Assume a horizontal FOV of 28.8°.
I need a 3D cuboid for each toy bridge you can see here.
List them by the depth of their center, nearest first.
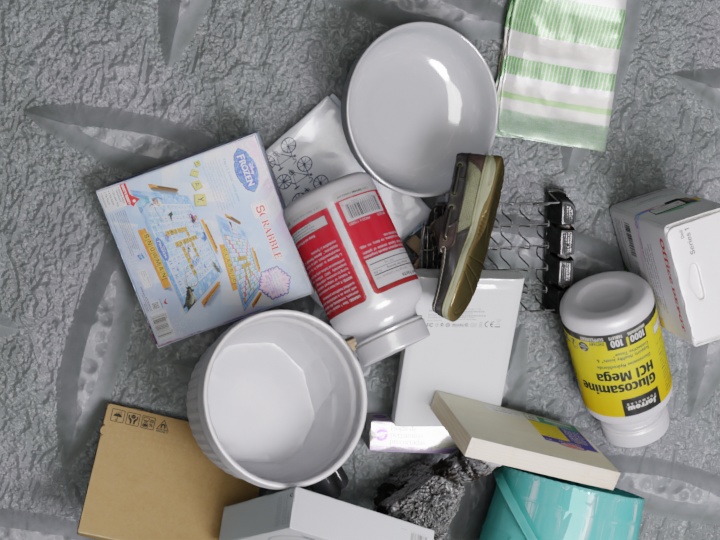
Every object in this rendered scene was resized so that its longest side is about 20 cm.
[{"bbox_3d":[0.017,0.048,1.674,0.200,0.067,0.027,-45,132,-1],"label":"toy bridge"}]

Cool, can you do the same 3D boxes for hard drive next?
[{"bbox_3d":[0.114,0.094,1.665,0.131,0.026,0.201,1,116,-13],"label":"hard drive"}]

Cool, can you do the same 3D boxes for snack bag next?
[{"bbox_3d":[-0.040,-0.076,1.672,0.188,0.021,0.200,-41,102,-1],"label":"snack bag"}]

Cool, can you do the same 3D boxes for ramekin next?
[{"bbox_3d":[-0.102,0.149,1.595,0.199,0.105,0.201,5,79,-25],"label":"ramekin"}]

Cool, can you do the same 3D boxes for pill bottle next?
[{"bbox_3d":[0.000,0.000,1.581,0.112,0.112,0.201,-24,85,-4],"label":"pill bottle"},{"bbox_3d":[0.313,0.111,1.689,0.112,0.113,0.201,-22,120,-4],"label":"pill bottle"}]

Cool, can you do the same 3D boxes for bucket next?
[{"bbox_3d":[0.239,0.316,1.685,0.206,0.207,0.135,14,87,-10],"label":"bucket"}]

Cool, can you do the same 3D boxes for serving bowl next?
[{"bbox_3d":[0.060,-0.186,1.635,0.199,0.066,0.201,-1,93,-26],"label":"serving bowl"}]

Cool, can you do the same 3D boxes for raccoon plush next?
[{"bbox_3d":[0.108,0.301,1.687,0.200,0.097,0.134,-22,107,32],"label":"raccoon plush"}]

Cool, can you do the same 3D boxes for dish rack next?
[{"bbox_3d":[0.164,-0.017,1.683,0.199,0.055,0.154,-2,102,-13],"label":"dish rack"}]

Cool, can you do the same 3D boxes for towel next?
[{"bbox_3d":[0.239,-0.252,1.684,0.152,0.023,0.201,7,97,-10],"label":"towel"}]

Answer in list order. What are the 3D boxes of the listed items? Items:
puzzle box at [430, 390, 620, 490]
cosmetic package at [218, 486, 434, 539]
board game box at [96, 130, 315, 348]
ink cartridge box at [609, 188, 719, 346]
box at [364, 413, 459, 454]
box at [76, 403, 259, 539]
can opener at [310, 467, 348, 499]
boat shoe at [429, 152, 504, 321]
[{"bbox_3d":[0.192,0.199,1.644,0.199,0.133,0.026,16,103,-19],"label":"puzzle box"},{"bbox_3d":[-0.039,0.307,1.611,0.200,0.151,0.052,23,63,-30],"label":"cosmetic package"},{"bbox_3d":[-0.178,-0.036,1.634,0.199,0.041,0.201,-19,101,4],"label":"board game box"},{"bbox_3d":[0.377,-0.009,1.651,0.084,0.200,0.145,-18,101,-5],"label":"ink cartridge box"},{"bbox_3d":[0.106,0.203,1.726,0.199,0.041,0.039,3,97,-8],"label":"box"},{"bbox_3d":[-0.219,0.254,1.652,0.199,0.021,0.164,14,61,-10],"label":"box"},{"bbox_3d":[-0.091,0.194,1.700,0.067,0.053,0.200,-23,104,29],"label":"can opener"},{"bbox_3d":[0.111,-0.041,1.595,0.066,0.072,0.202,13,76,19],"label":"boat shoe"}]
